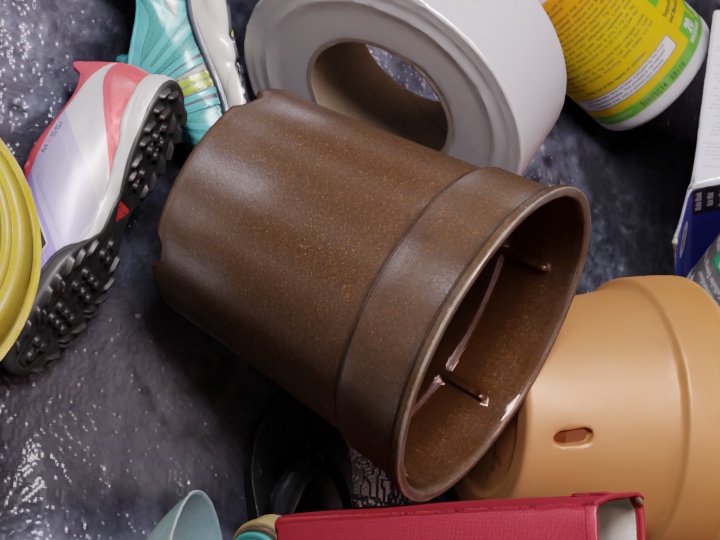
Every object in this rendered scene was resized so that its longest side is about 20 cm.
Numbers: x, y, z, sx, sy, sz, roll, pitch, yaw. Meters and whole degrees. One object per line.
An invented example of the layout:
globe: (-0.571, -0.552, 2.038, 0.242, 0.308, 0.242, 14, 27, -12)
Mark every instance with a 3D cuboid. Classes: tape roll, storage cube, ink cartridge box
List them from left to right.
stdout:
tape roll: (0.027, -0.127, 1.110, 0.202, 0.202, 0.071, 48, 54, -17)
storage cube: (0.065, 0.214, 0.974, 0.200, 0.180, 0.171, 16, 70, -71)
ink cartridge box: (0.270, -0.058, 1.306, 0.200, 0.041, 0.200, 70, 31, -61)

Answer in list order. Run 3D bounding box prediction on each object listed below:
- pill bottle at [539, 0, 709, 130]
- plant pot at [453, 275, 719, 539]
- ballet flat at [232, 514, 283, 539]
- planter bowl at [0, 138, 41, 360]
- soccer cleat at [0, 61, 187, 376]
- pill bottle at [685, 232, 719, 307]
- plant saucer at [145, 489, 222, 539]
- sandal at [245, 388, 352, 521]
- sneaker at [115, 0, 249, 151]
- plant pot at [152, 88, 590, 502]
pill bottle: (0.155, -0.205, 1.290, 0.200, 0.111, 0.111, 38, 57, -23)
plant pot: (0.145, 0.099, 1.155, 0.140, 0.200, 0.200, 4, 74, -20)
ballet flat: (-0.041, 0.242, 1.014, 0.063, 0.069, 0.200, 1, 91, -57)
planter bowl: (-0.258, -0.024, 0.904, 0.200, 0.083, 0.201, 5, 76, -20)
soccer cleat: (-0.175, -0.033, 1.024, 0.200, 0.073, 0.068, -65, 161, -15)
pill bottle: (0.261, 0.057, 1.226, 0.113, 0.200, 0.113, 20, 36, -15)
plant saucer: (-0.108, 0.221, 0.952, 0.039, 0.201, 0.201, -1, 72, 7)
sandal: (-0.033, 0.169, 1.075, 0.075, 0.048, 0.201, 16, 69, -33)
sneaker: (-0.113, -0.120, 1.095, 0.080, 0.078, 0.200, -12, 93, -3)
plant pot: (0.000, 0.000, 1.018, 0.198, 0.200, 0.200, 29, 48, 23)
